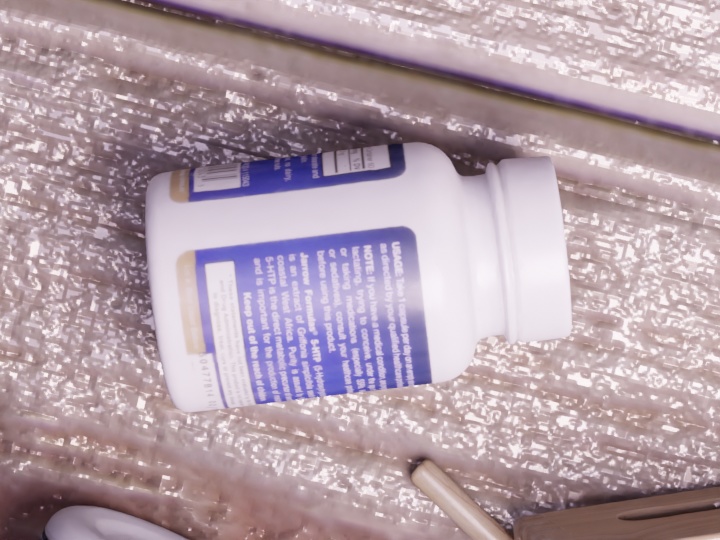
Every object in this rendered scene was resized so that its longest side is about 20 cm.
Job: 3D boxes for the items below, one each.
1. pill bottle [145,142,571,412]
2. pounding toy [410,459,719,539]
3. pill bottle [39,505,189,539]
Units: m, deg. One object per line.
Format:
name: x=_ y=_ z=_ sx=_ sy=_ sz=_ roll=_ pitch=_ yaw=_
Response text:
pill bottle: x=0.000 y=0.000 z=1.225 sx=0.199 sy=0.120 sz=0.121 roll=-6 pitch=96 yaw=1
pounding toy: x=0.143 y=0.184 z=1.251 sx=0.199 sy=0.142 sz=0.185 roll=-7 pitch=96 yaw=-10
pill bottle: x=-0.141 y=0.229 z=1.253 sx=0.111 sy=0.112 sz=0.201 roll=23 pitch=96 yaw=-2
